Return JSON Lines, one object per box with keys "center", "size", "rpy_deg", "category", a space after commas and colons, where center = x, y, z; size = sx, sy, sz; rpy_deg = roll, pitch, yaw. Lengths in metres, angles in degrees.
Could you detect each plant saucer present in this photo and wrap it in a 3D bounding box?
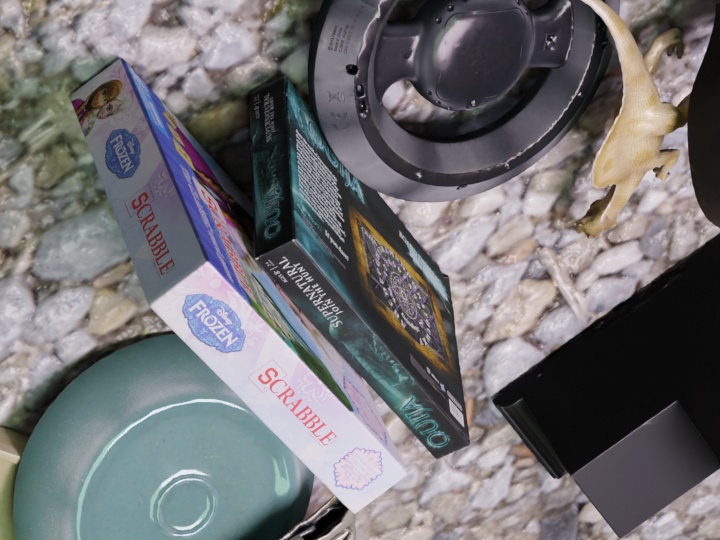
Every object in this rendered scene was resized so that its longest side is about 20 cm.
{"center": [-0.111, 0.138, 1.432], "size": [0.199, 0.036, 0.201], "rpy_deg": [-10, 113, -24], "category": "plant saucer"}

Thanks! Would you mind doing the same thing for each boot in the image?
{"center": [0.239, -0.118, 1.358], "size": [0.075, 0.073, 0.202], "rpy_deg": [15, 78, -44], "category": "boot"}

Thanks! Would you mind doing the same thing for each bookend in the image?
{"center": [0.217, 0.107, 1.474], "size": [0.198, 0.200, 0.092], "rpy_deg": [-36, 129, 4], "category": "bookend"}

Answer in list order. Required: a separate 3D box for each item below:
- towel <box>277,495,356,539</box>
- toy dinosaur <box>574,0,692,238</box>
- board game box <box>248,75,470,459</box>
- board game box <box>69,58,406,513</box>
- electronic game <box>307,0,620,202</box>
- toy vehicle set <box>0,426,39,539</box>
{"center": [-0.071, 0.241, 1.487], "size": [0.192, 0.035, 0.200], "rpy_deg": [-36, 155, -14], "category": "towel"}
{"center": [0.167, -0.094, 1.376], "size": [0.101, 0.058, 0.201], "rpy_deg": [-38, 147, -29], "category": "toy dinosaur"}
{"center": [0.000, 0.000, 1.350], "size": [0.028, 0.136, 0.200], "rpy_deg": [-24, 131, 18], "category": "board game box"}
{"center": [-0.068, 0.007, 1.284], "size": [0.041, 0.200, 0.200], "rpy_deg": [-35, 130, 7], "category": "board game box"}
{"center": [0.061, -0.130, 1.341], "size": [0.199, 0.042, 0.201], "rpy_deg": [-15, 126, -22], "category": "electronic game"}
{"center": [-0.277, 0.173, 1.427], "size": [0.124, 0.027, 0.200], "rpy_deg": [24, 112, -34], "category": "toy vehicle set"}
